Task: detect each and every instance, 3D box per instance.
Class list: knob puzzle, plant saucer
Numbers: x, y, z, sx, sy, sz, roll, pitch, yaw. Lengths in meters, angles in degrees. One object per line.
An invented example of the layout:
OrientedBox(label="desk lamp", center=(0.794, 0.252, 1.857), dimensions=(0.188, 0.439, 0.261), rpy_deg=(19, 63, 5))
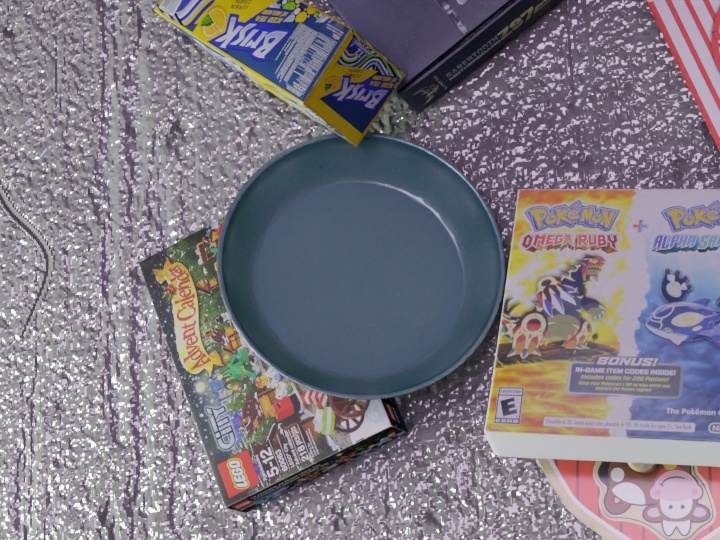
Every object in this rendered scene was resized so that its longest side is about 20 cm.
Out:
OrientedBox(label="knob puzzle", center=(0.199, 0.097, 1.148), dimensions=(0.219, 0.030, 0.221), rpy_deg=(-5, 75, 19))
OrientedBox(label="plant saucer", center=(0.000, 0.000, 1.214), dimensions=(0.199, 0.036, 0.201), rpy_deg=(1, 67, -3))

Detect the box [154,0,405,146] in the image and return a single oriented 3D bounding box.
OrientedBox(label="box", center=(-0.062, -0.166, 1.260), dimensions=(0.200, 0.070, 0.064), rpy_deg=(37, 92, 44))

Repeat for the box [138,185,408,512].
OrientedBox(label="box", center=(-0.065, 0.054, 1.255), dimensions=(0.136, 0.038, 0.201), rpy_deg=(-27, 69, 12))

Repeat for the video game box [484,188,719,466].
OrientedBox(label="video game box", center=(0.190, 0.033, 1.128), dimensions=(0.199, 0.047, 0.183), rpy_deg=(0, 59, 18))

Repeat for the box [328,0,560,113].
OrientedBox(label="box", center=(0.044, -0.240, 1.278), dimensions=(0.158, 0.051, 0.200), rpy_deg=(-38, 67, 10))

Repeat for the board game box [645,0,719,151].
OrientedBox(label="board game box", center=(0.281, -0.174, 1.174), dimensions=(0.151, 0.046, 0.201), rpy_deg=(-27, 69, 13))
